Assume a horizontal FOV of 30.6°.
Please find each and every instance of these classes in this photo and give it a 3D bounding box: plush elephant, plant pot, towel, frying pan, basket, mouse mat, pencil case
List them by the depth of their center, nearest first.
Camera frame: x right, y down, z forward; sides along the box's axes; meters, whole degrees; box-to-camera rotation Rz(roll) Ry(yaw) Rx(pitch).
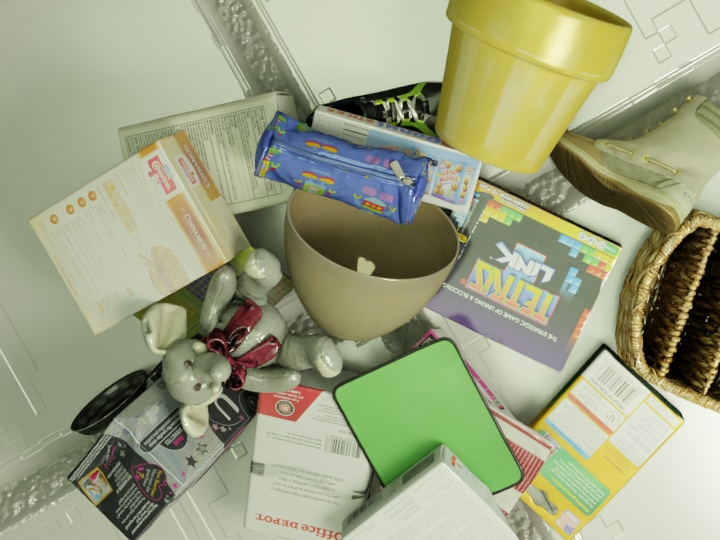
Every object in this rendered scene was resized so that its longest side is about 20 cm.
[{"bbox_3d":[-0.019,-0.113,1.452,0.198,0.087,0.079,17,80,-1],"label":"pencil case"},{"bbox_3d":[0.377,0.039,1.454,0.142,0.149,0.202,18,100,-13],"label":"basket"},{"bbox_3d":[0.175,-0.219,1.460,0.199,0.201,0.190,23,110,6],"label":"plant pot"},{"bbox_3d":[-0.154,0.091,1.464,0.199,0.155,0.165,-14,111,47],"label":"plush elephant"},{"bbox_3d":[0.000,0.000,1.499,0.199,0.201,0.135,21,126,7],"label":"plant pot"},{"bbox_3d":[0.077,0.187,1.500,0.160,0.008,0.201,-25,102,16],"label":"mouse mat"},{"bbox_3d":[0.115,0.241,1.528,0.143,0.023,0.201,31,110,-3],"label":"towel"},{"bbox_3d":[-0.187,0.025,1.575,0.143,0.023,0.200,39,123,-18],"label":"towel"},{"bbox_3d":[-0.278,0.142,1.627,0.190,0.115,0.031,-38,106,-13],"label":"frying pan"}]

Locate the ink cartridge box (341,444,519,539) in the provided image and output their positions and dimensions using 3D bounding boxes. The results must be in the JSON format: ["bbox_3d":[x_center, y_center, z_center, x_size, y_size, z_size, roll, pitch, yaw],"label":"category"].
[{"bbox_3d":[0.102,0.318,1.521,0.162,0.050,0.200,-40,108,18],"label":"ink cartridge box"}]

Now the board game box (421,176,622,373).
[{"bbox_3d":[0.183,0.002,1.546,0.199,0.057,0.166,25,98,6],"label":"board game box"}]

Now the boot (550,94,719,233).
[{"bbox_3d":[0.324,-0.142,1.494,0.155,0.072,0.200,-44,50,-13],"label":"boot"}]

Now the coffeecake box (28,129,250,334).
[{"bbox_3d":[-0.251,-0.042,1.493,0.199,0.073,0.154,-27,96,23],"label":"coffeecake box"}]

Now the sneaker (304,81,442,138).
[{"bbox_3d":[0.024,-0.174,1.540,0.198,0.083,0.072,-11,95,10],"label":"sneaker"}]

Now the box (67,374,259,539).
[{"bbox_3d":[-0.223,0.198,1.547,0.115,0.200,0.132,43,124,1],"label":"box"}]

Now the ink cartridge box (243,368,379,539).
[{"bbox_3d":[-0.054,0.222,1.581,0.143,0.084,0.202,11,107,8],"label":"ink cartridge box"}]

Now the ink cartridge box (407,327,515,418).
[{"bbox_3d":[0.119,0.172,1.555,0.095,0.037,0.200,-46,73,20],"label":"ink cartridge box"}]

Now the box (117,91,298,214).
[{"bbox_3d":[-0.169,-0.129,1.564,0.198,0.109,0.129,-11,95,10],"label":"box"}]

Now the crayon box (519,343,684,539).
[{"bbox_3d":[0.268,0.203,1.556,0.126,0.052,0.200,42,100,3],"label":"crayon box"}]

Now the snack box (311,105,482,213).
[{"bbox_3d":[0.037,-0.127,1.502,0.198,0.024,0.072,16,115,4],"label":"snack box"}]
